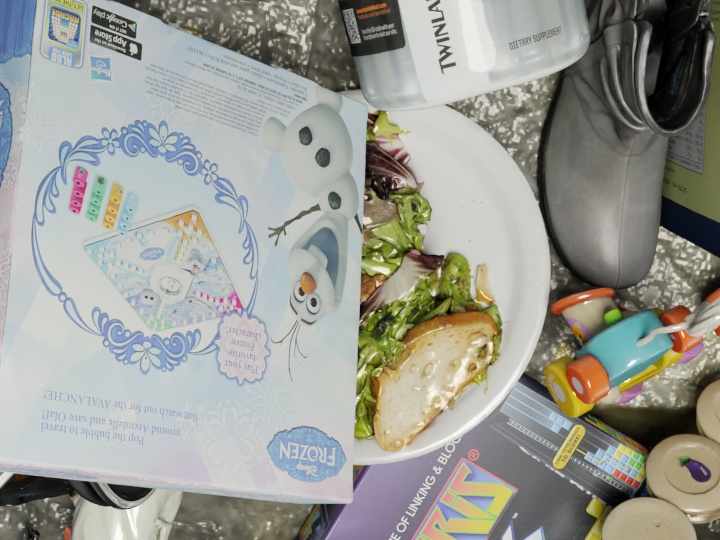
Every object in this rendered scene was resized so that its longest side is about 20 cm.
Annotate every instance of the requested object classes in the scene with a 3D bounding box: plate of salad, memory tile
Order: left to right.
[{"bbox_3d":[0.000,0.000,0.745,0.198,0.048,0.202,-1,81,9],"label":"plate of salad"},{"bbox_3d":[0.234,0.118,0.755,0.153,0.017,0.200,30,60,27],"label":"memory tile"}]

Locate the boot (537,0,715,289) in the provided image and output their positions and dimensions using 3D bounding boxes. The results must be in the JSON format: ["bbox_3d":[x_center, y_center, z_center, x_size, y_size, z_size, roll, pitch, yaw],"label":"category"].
[{"bbox_3d":[0.138,-0.078,0.730,0.069,0.132,0.202,-6,102,-6],"label":"boot"}]

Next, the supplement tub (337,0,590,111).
[{"bbox_3d":[0.036,-0.190,0.702,0.121,0.123,0.202,-16,103,-3],"label":"supplement tub"}]

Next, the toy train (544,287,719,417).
[{"bbox_3d":[0.169,0.017,0.751,0.150,0.199,0.056,-36,75,24],"label":"toy train"}]

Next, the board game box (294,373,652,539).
[{"bbox_3d":[0.061,0.155,0.807,0.164,0.057,0.201,29,96,-12],"label":"board game box"}]

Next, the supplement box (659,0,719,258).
[{"bbox_3d":[0.269,-0.114,0.736,0.198,0.134,0.202,-2,101,-6],"label":"supplement box"}]

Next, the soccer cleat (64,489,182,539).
[{"bbox_3d":[-0.135,0.179,0.763,0.077,0.069,0.201,24,84,32],"label":"soccer cleat"}]

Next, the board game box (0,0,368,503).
[{"bbox_3d":[-0.081,-0.003,0.638,0.199,0.043,0.201,16,70,-44],"label":"board game box"}]

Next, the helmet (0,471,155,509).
[{"bbox_3d":[-0.200,0.050,0.666,0.201,0.200,0.190,-55,144,6],"label":"helmet"}]

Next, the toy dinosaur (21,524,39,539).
[{"bbox_3d":[-0.226,0.156,0.784,0.088,0.048,0.200,-39,106,6],"label":"toy dinosaur"}]
